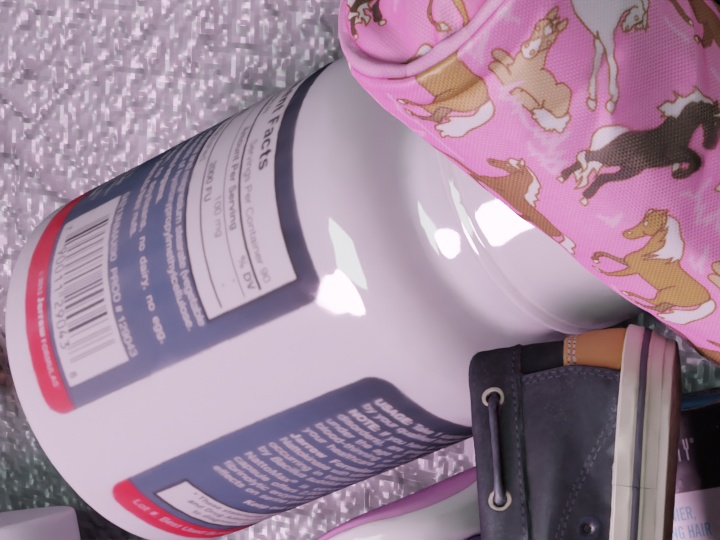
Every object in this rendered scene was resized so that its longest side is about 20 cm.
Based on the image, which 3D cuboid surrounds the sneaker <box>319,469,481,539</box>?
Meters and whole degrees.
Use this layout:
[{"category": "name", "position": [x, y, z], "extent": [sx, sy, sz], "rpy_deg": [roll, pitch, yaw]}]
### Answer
[{"category": "sneaker", "position": [-0.004, 0.136, 0.808], "extent": [0.089, 0.080, 0.200], "rpy_deg": [61, 144, 10]}]

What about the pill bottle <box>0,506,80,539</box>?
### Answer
[{"category": "pill bottle", "position": [-0.124, 0.188, 0.916], "extent": [0.113, 0.113, 0.200], "rpy_deg": [-9, 90, 37]}]

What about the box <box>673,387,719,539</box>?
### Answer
[{"category": "box", "position": [0.111, 0.136, 0.773], "extent": [0.082, 0.049, 0.200], "rpy_deg": [-13, 89, 37]}]

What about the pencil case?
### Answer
[{"category": "pencil case", "position": [0.089, -0.030, 0.681], "extent": [0.087, 0.200, 0.083], "rpy_deg": [-55, 26, -6]}]

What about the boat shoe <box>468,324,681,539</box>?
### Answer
[{"category": "boat shoe", "position": [0.047, 0.112, 0.693], "extent": [0.062, 0.075, 0.200], "rpy_deg": [4, 83, 9]}]

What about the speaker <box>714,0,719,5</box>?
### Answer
[{"category": "speaker", "position": [0.149, -0.090, 0.696], "extent": [0.200, 0.081, 0.081], "rpy_deg": [25, 111, 31]}]

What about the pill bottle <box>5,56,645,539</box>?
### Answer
[{"category": "pill bottle", "position": [0.000, 0.000, 0.793], "extent": [0.200, 0.120, 0.120], "rpy_deg": [-24, 82, 36]}]
